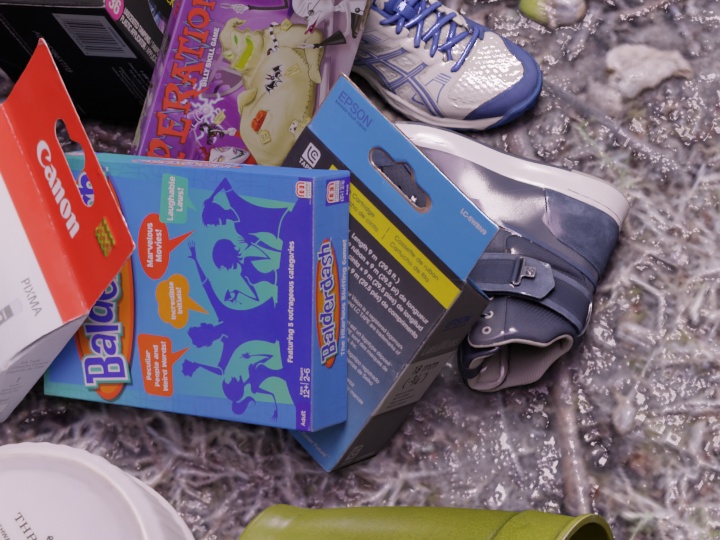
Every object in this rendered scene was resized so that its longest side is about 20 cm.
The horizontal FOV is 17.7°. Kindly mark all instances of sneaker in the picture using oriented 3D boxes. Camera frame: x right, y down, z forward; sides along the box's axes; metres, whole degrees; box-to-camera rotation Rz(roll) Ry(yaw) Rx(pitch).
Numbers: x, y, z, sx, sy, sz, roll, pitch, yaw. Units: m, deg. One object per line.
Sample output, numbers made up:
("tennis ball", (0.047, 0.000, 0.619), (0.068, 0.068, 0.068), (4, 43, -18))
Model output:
("sneaker", (0.054, -0.008, 1.448), (0.202, 0.077, 0.146), (15, 65, 9))
("sneaker", (0.024, -0.156, 1.511), (0.200, 0.088, 0.075), (21, 67, 11))

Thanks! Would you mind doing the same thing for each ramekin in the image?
("ramekin", (-0.194, 0.194, 1.368), (0.202, 0.094, 0.203), (-2, 66, 4))

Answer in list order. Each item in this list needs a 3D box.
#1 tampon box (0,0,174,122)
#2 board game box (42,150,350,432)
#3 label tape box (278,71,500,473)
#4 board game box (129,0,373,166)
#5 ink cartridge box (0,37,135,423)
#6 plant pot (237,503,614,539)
("tampon box", (-0.155, -0.218, 1.503), (0.126, 0.150, 0.200), (6, 66, 26))
("board game box", (-0.102, 0.010, 1.395), (0.200, 0.045, 0.152), (5, 100, 31))
("label tape box", (0.000, 0.000, 1.395), (0.144, 0.063, 0.200), (46, 118, 20))
("board game box", (-0.069, -0.119, 1.444), (0.120, 0.032, 0.200), (12, 109, -17))
("ink cartridge box", (-0.225, -0.019, 1.418), (0.050, 0.200, 0.162), (-6, 60, -38))
("plant pot", (0.023, 0.214, 1.305), (0.193, 0.200, 0.201), (12, 67, 23))
